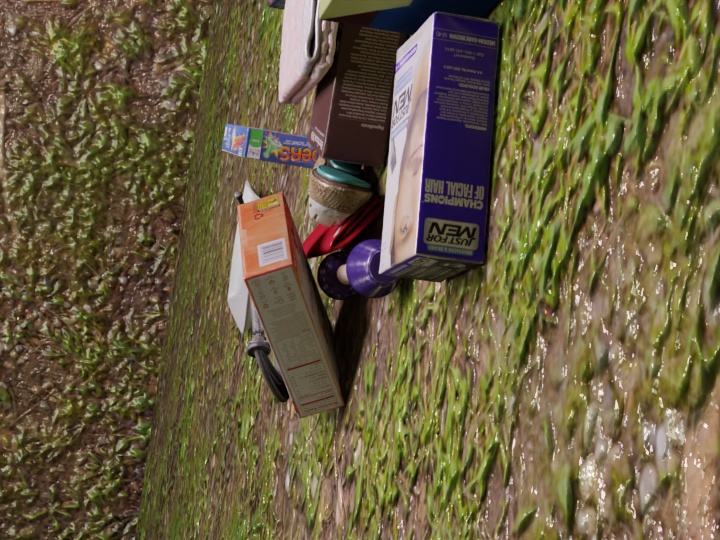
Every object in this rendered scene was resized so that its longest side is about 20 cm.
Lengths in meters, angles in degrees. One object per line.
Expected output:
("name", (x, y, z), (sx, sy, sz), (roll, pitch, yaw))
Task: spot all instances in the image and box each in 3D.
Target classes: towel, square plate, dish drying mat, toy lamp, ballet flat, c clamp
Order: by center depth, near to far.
("toy lamp", (0.000, 0.000, 1.412), (0.200, 0.057, 0.059), (173, 104, -75))
("ballet flat", (-0.025, -0.079, 1.485), (0.200, 0.070, 0.066), (-74, 5, -79))
("towel", (-0.051, -0.291, 1.500), (0.191, 0.032, 0.203), (161, 117, -76))
("dish drying mat", (-0.027, -0.044, 1.548), (0.077, 0.018, 0.200), (-47, 9, -10))
("c clamp", (-0.111, 0.040, 1.588), (0.171, 0.027, 0.202), (63, -163, -61))
("square plate", (-0.169, -0.023, 2.187), (0.198, 0.028, 0.203), (-130, 49, -73))

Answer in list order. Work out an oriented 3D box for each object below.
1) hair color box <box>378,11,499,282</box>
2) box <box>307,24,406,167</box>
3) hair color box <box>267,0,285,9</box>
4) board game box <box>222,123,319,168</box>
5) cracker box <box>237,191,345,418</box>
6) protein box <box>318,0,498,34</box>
("hair color box", (0.064, -0.099, 1.184), (0.109, 0.064, 0.203), (150, 124, -73))
("box", (0.000, -0.219, 1.497), (0.100, 0.074, 0.203), (-128, 45, -72))
("hair color box", (-0.077, -0.418, 1.944), (0.200, 0.060, 0.101), (-174, 90, -76))
("board game box", (-0.083, -0.143, 1.667), (0.200, 0.134, 0.035), (-149, 68, -76))
("cracker box", (-0.073, 0.038, 1.518), (0.135, 0.057, 0.201), (-102, -5, -53))
("protein box", (0.056, -0.325, 1.177), (0.198, 0.133, 0.203), (144, 131, -73))
